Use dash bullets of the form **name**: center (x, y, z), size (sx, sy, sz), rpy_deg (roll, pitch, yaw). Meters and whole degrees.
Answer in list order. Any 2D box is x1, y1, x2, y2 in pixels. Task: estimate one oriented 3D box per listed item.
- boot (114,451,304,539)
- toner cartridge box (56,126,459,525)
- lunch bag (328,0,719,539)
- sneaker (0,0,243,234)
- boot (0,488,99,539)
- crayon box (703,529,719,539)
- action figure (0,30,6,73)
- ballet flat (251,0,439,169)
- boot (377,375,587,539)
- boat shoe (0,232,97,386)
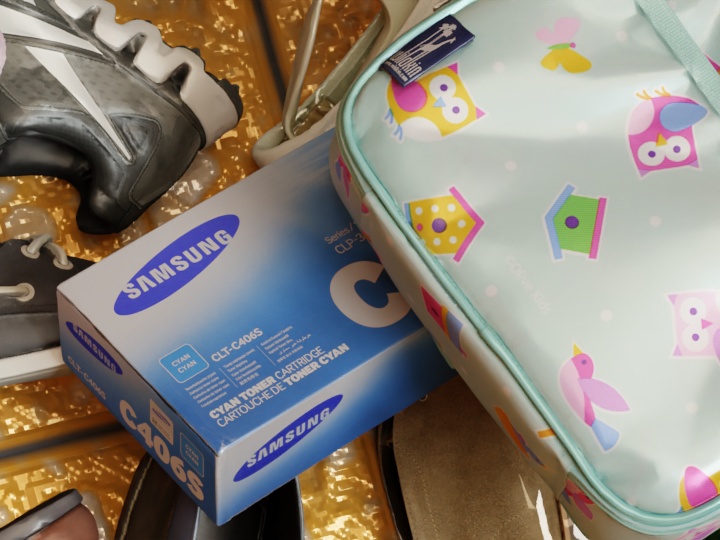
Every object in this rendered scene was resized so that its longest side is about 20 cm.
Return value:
- **boot**: center (-0.067, 0.142, 1.014), size (0.074, 0.097, 0.201), rpy_deg (12, 74, -11)
- **toner cartridge box**: center (0.000, 0.000, 1.006), size (0.200, 0.043, 0.095), rpy_deg (-32, 56, -26)
- **lunch bag**: center (0.094, -0.020, 0.938), size (0.160, 0.077, 0.200), rpy_deg (-34, 79, -8)
- **sneaker**: center (-0.146, -0.084, 1.064), size (0.200, 0.066, 0.091), rpy_deg (35, 68, -7)
- **boot**: center (-0.096, 0.199, 0.971), size (0.200, 0.068, 0.188), rpy_deg (41, 95, 4)
- **crayon box**: center (0.220, 0.079, 1.062), size (0.199, 0.173, 0.058), rpy_deg (-5, 86, -16)
- **action figure**: center (-0.191, 0.025, 0.970), size (0.149, 0.134, 0.201), rpy_deg (-17, 95, -42)
- **ballet flat**: center (0.022, -0.109, 1.083), size (0.069, 0.069, 0.200), rpy_deg (29, 98, -6)
- **boot**: center (0.040, 0.035, 1.087), size (0.075, 0.074, 0.201), rpy_deg (-9, 81, -6)
- **boat shoe**: center (-0.136, 0.016, 1.042), size (0.199, 0.074, 0.061), rpy_deg (-16, 86, -9)
